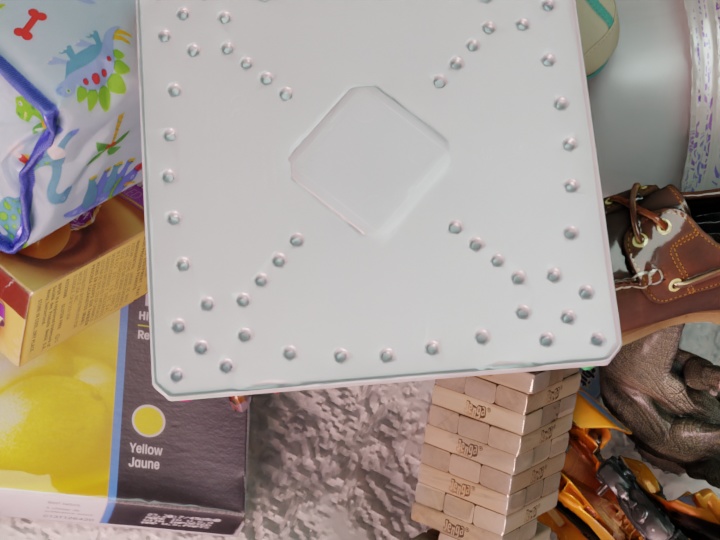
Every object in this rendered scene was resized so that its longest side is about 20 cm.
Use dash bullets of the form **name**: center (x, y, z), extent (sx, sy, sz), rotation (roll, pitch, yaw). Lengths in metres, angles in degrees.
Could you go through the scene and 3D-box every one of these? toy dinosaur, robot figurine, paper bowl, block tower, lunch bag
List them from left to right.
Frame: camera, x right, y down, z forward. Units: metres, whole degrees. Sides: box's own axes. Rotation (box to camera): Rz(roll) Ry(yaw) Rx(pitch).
- **lunch bag**: center (-0.168, -0.130, 0.941), extent (0.200, 0.128, 0.170), rotation (43, 46, 15)
- **block tower**: center (0.059, 0.123, 0.920), extent (0.057, 0.202, 0.054), rotation (17, 18, 32)
- **robot figurine**: center (0.124, 0.112, 0.976), extent (0.200, 0.145, 0.058), rotation (41, 76, 20)
- **paper bowl**: center (0.144, -0.085, 0.997), extent (0.103, 0.201, 0.203), rotation (1, 63, -15)
- **toy dinosaur**: center (0.163, 0.071, 0.981), extent (0.102, 0.200, 0.078), rotation (12, 77, 36)

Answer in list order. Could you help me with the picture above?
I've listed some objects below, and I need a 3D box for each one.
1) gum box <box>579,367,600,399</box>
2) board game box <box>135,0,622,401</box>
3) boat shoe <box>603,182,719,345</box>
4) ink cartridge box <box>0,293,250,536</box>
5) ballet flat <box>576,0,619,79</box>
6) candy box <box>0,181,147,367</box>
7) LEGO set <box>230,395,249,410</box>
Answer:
- **gum box**: center (0.110, -0.051, 1.113), extent (0.200, 0.045, 0.170), rotation (39, 59, 6)
- **board game box**: center (0.004, -0.044, 0.833), extent (0.198, 0.026, 0.202), rotation (-4, 69, -2)
- **boat shoe**: center (0.137, -0.011, 0.873), extent (0.198, 0.071, 0.071), rotation (-7, 42, -22)
- **ink cartridge box**: center (-0.154, 0.033, 0.994), extent (0.195, 0.047, 0.202), rotation (6, 63, -13)
- **ballet flat**: center (0.030, -0.126, 0.938), extent (0.198, 0.070, 0.070), rotation (-2, 55, 28)
- **candy box**: center (-0.140, -0.043, 0.993), extent (0.116, 0.057, 0.199), rotation (37, 43, 21)
- **LEGO set**: center (0.000, 0.000, 0.948), extent (0.200, 0.153, 0.117), rotation (-37, 121, -41)
